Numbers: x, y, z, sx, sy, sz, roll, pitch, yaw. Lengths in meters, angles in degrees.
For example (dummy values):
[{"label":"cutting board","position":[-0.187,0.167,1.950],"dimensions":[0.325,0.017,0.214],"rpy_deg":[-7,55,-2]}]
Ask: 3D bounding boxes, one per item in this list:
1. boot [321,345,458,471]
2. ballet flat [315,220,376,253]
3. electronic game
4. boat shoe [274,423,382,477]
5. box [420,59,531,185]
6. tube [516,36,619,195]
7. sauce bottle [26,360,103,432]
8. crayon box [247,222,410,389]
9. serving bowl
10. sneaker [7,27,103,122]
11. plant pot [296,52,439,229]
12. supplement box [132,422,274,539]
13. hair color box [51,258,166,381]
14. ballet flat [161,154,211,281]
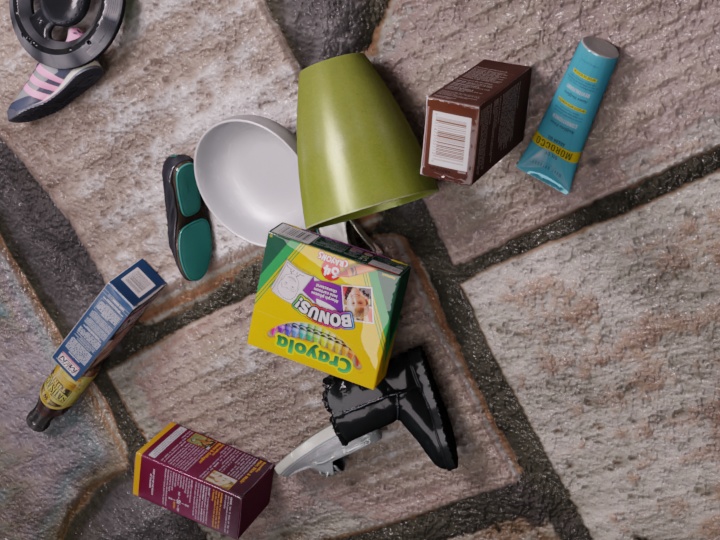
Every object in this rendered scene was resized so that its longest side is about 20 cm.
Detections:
[{"label":"boot","position":[0.041,0.213,1.848],"dimensions":[0.161,0.073,0.201],"rpy_deg":[-19,96,11]},{"label":"ballet flat","position":[0.000,0.000,1.814],"dimensions":[0.069,0.069,0.202],"rpy_deg":[-20,100,32]},{"label":"electronic game","position":[-0.425,-0.393,1.848],"dimensions":[0.197,0.042,0.203],"rpy_deg":[1,92,23]},{"label":"boat shoe","position":[-0.049,0.278,1.946],"dimensions":[0.200,0.070,0.072],"rpy_deg":[-36,87,30]},{"label":"box","position":[0.145,-0.187,1.575],"dimensions":[0.074,0.200,0.101],"rpy_deg":[15,117,23]},{"label":"tube","position":[0.264,-0.195,1.608],"dimensions":[0.077,0.050,0.202],"rpy_deg":[33,127,19]},{"label":"sauce bottle","position":[-0.502,0.202,2.147],"dimensions":[0.066,0.066,0.200],"rpy_deg":[43,122,4]},{"label":"crayon box","position":[-0.046,0.049,1.772],"dimensions":[0.198,0.058,0.175],"rpy_deg":[19,112,14]},{"label":"serving bowl","position":[-0.137,-0.135,1.811],"dimensions":[0.198,0.066,0.202],"rpy_deg":[17,128,23]},{"label":"sneaker","position":[-0.468,-0.292,1.929],"dimensions":[0.199,0.070,0.083],"rpy_deg":[-26,81,30]},{"label":"plant pot","position":[-0.011,-0.176,1.689],"dimensions":[0.185,0.186,0.203],"rpy_deg":[-17,89,31]},{"label":"supplement box","position":[-0.252,0.335,2.050],"dimensions":[0.198,0.110,0.087],"rpy_deg":[20,119,18]},{"label":"hair color box","position":[-0.399,0.079,2.021],"dimensions":[0.061,0.100,0.200],"rpy_deg":[45,124,1]},{"label":"ballet flat","position":[-0.265,-0.083,1.912],"dimensions":[0.072,0.073,0.202],"rpy_deg":[10,121,22]}]
